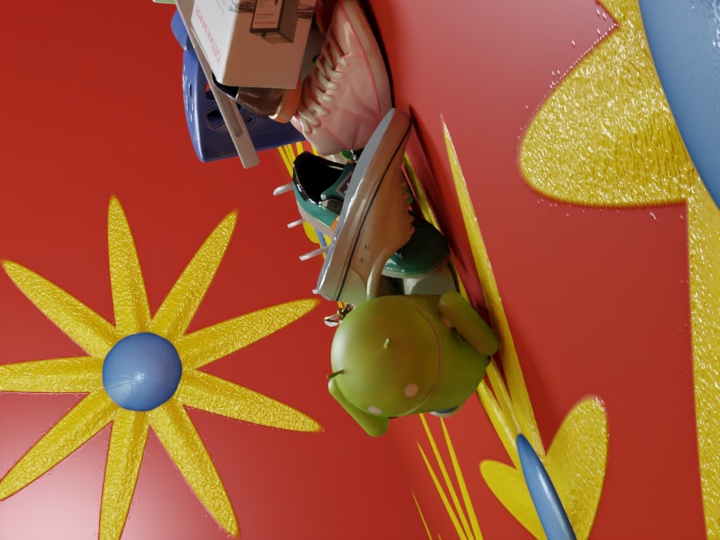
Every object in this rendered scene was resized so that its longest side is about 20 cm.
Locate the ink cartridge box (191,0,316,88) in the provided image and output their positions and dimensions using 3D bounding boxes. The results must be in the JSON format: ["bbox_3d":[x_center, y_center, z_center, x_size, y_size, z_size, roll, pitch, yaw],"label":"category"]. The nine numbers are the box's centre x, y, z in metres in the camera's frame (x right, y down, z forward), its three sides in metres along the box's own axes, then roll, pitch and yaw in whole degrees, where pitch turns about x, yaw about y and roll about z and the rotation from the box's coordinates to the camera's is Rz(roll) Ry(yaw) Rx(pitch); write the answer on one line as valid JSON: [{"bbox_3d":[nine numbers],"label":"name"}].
[{"bbox_3d":[-0.098,-0.299,1.490,0.146,0.083,0.201,-117,36,-50],"label":"ink cartridge box"}]

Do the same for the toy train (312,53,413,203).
[{"bbox_3d":[0.002,-0.150,1.658,0.042,0.056,0.201,126,123,-71],"label":"toy train"}]

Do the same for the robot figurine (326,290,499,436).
[{"bbox_3d":[0.049,0.082,1.489,0.199,0.175,0.116,1,-122,-58],"label":"robot figurine"}]

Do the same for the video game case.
[{"bbox_3d":[-0.175,-0.242,1.758,0.201,0.023,0.183,-114,3,-47],"label":"video game case"}]

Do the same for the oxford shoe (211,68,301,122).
[{"bbox_3d":[-0.123,-0.222,1.600,0.200,0.072,0.072,54,129,56],"label":"oxford shoe"}]

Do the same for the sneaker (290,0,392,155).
[{"bbox_3d":[-0.027,-0.187,1.543,0.201,0.104,0.076,77,173,-56],"label":"sneaker"}]

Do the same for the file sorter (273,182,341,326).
[{"bbox_3d":[-0.021,-0.037,1.999,0.139,0.124,0.201,-174,62,-85],"label":"file sorter"}]

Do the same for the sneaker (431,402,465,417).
[{"bbox_3d":[0.065,0.069,1.756,0.111,0.076,0.202,52,-158,-74],"label":"sneaker"}]

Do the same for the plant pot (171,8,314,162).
[{"bbox_3d":[-0.144,-0.268,2.001,0.200,0.198,0.181,-123,20,-67],"label":"plant pot"}]

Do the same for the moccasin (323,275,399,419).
[{"bbox_3d":[0.007,0.062,1.630,0.074,0.077,0.203,-144,40,-70],"label":"moccasin"}]

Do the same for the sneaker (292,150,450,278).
[{"bbox_3d":[0.003,-0.059,1.563,0.199,0.071,0.080,28,156,31],"label":"sneaker"}]

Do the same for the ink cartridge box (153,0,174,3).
[{"bbox_3d":[-0.163,-0.370,1.785,0.146,0.198,0.048,75,-151,-54],"label":"ink cartridge box"}]

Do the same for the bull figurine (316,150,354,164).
[{"bbox_3d":[-0.015,-0.141,1.842,0.121,0.065,0.201,122,126,-80],"label":"bull figurine"}]

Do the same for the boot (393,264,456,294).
[{"bbox_3d":[0.072,0.036,1.668,0.201,0.073,0.096,86,170,-46],"label":"boot"}]

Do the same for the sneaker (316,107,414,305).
[{"bbox_3d":[0.020,-0.059,1.498,0.073,0.070,0.201,-103,32,-72],"label":"sneaker"}]

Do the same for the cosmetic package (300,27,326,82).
[{"bbox_3d":[-0.100,-0.249,1.795,0.200,0.103,0.088,-124,57,-84],"label":"cosmetic package"}]
